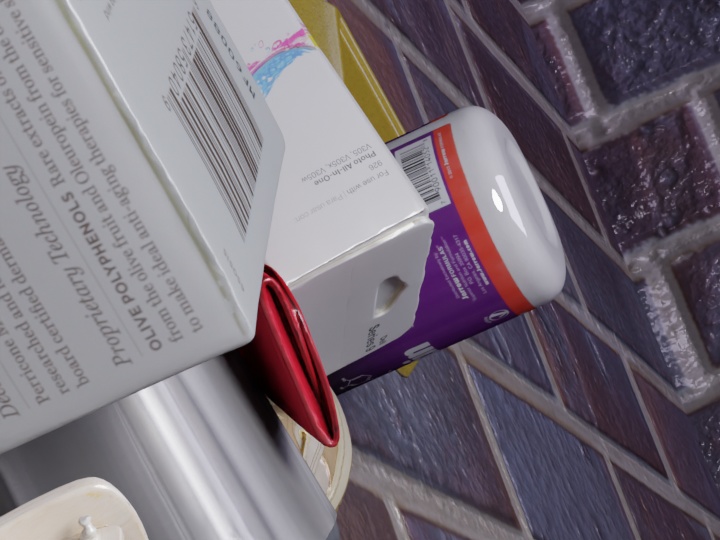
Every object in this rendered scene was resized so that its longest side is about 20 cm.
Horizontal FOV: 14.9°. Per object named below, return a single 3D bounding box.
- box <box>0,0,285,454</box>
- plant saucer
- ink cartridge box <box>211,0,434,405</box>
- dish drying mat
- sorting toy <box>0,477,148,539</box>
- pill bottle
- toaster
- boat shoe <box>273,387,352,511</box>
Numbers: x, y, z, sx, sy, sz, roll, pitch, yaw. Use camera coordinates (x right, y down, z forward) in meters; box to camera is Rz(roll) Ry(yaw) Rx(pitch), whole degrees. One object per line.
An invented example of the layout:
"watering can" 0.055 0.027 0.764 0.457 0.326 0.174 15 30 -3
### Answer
"box" -0.148 -0.059 0.995 0.200 0.171 0.199 61 13 -19
"plant saucer" -0.002 -0.067 1.688 0.200 0.048 0.200 59 13 -32
"ink cartridge box" -0.055 -0.057 1.304 0.200 0.087 0.145 55 -15 18
"dish drying mat" -0.048 0.020 1.182 0.077 0.018 0.200 68 -11 -14
"sorting toy" -0.099 0.204 0.898 0.200 0.107 0.180 -94 164 -61
"pill bottle" 0.000 0.000 1.455 0.113 0.200 0.112 60 13 -24
"toaster" -0.088 0.092 1.115 0.129 0.114 0.200 61 11 -2
"boat shoe" -0.052 0.099 1.329 0.069 0.074 0.200 57 20 -33
